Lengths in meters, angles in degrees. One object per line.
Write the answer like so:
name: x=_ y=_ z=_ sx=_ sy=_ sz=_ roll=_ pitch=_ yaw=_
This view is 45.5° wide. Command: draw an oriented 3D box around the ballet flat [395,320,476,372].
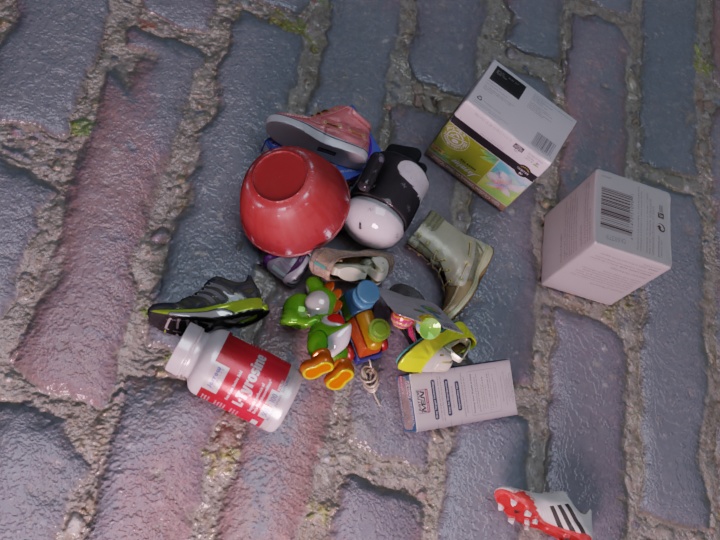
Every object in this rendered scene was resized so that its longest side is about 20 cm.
ballet flat: x=0.139 y=0.137 z=1.463 sx=0.067 sy=0.067 sz=0.200 roll=42 pitch=33 yaw=19

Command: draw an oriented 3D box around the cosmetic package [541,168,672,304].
cosmetic package: x=0.468 y=-0.059 z=1.649 sx=0.164 sy=0.200 sz=0.165 roll=16 pitch=64 yaw=-12

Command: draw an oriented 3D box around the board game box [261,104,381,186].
board game box: x=-0.066 y=-0.214 z=1.609 sx=0.200 sy=0.045 sz=0.135 roll=-26 pitch=79 yaw=-27

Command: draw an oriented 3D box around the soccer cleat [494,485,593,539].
soccer cleat: x=0.317 y=0.409 z=1.479 sx=0.200 sy=0.069 sz=0.085 roll=30 pitch=53 yaw=-10

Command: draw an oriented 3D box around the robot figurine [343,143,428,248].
robot figurine: x=0.045 y=-0.134 z=1.553 sx=0.150 sy=0.125 sz=0.200 roll=36 pitch=65 yaw=-17

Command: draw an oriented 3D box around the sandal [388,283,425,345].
sandal: x=0.112 y=0.109 z=1.537 sx=0.075 sy=0.045 sz=0.201 roll=-17 pitch=75 yaw=-24

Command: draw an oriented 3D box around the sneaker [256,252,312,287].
sneaker: x=-0.103 y=-0.070 z=1.522 sx=0.087 sy=0.074 sz=0.200 roll=30 pitch=62 yaw=0

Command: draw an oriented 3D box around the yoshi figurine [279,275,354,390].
yoshi figurine: x=-0.079 y=0.103 z=1.432 sx=0.111 sy=0.113 sz=0.201 roll=-3 pitch=49 yaw=-11

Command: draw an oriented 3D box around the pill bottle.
pill bottle: x=-0.201 y=0.165 z=1.363 sx=0.199 sy=0.112 sz=0.113 roll=28 pitch=62 yaw=-7

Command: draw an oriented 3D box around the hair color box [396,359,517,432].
hair color box: x=0.168 y=0.217 z=1.494 sx=0.199 sy=0.060 sz=0.101 roll=-5 pitch=83 yaw=-22

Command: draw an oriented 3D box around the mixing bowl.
mixing bowl: x=-0.125 y=-0.136 z=1.460 sx=0.199 sy=0.108 sz=0.201 roll=-4 pitch=66 yaw=9

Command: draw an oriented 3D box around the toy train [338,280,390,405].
toy train: x=0.020 y=0.121 z=1.459 sx=0.084 sy=0.116 sz=0.201 roll=-14 pitch=74 yaw=-24

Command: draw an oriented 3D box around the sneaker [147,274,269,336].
sneaker: x=-0.255 y=0.055 z=1.422 sx=0.199 sy=0.074 sz=0.081 roll=-5 pitch=61 yaw=-28

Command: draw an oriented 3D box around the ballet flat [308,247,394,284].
ballet flat: x=0.000 y=0.000 z=1.501 sx=0.199 sy=0.067 sz=0.068 roll=0 pitch=112 yaw=-41

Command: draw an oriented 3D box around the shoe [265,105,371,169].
shoe: x=-0.073 y=-0.261 z=1.563 sx=0.199 sy=0.071 sz=0.091 roll=19 pitch=62 yaw=-18

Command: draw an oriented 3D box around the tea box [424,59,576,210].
tea box: x=0.267 y=-0.257 z=1.661 sx=0.200 sy=0.197 sz=0.134 roll=36 pitch=60 yaw=-2

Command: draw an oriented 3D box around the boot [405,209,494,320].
boot: x=0.147 y=-0.008 z=1.585 sx=0.154 sy=0.072 sz=0.200 roll=34 pitch=56 yaw=-4

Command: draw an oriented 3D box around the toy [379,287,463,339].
toy: x=0.088 y=0.079 z=1.438 sx=0.115 sy=0.200 sz=0.047 roll=16 pitch=96 yaw=-14
